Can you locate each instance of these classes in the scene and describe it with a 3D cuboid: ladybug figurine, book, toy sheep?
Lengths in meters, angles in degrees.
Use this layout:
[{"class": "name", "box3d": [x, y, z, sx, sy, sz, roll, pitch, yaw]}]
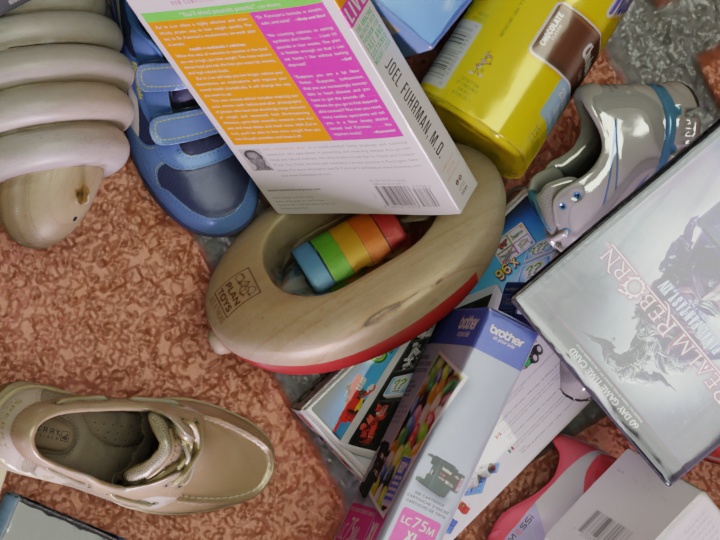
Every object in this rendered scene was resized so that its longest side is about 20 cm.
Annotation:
[{"class": "ladybug figurine", "box3d": [0.000, 0.000, 1.712, 0.200, 0.136, 0.072, -28, 135, -1]}, {"class": "book", "box3d": [-0.033, -0.108, 1.621, 0.200, 0.133, 0.048, 58, 48, -38]}, {"class": "toy sheep", "box3d": [-0.197, -0.111, 1.659, 0.137, 0.138, 0.201, -8, 85, -12]}]

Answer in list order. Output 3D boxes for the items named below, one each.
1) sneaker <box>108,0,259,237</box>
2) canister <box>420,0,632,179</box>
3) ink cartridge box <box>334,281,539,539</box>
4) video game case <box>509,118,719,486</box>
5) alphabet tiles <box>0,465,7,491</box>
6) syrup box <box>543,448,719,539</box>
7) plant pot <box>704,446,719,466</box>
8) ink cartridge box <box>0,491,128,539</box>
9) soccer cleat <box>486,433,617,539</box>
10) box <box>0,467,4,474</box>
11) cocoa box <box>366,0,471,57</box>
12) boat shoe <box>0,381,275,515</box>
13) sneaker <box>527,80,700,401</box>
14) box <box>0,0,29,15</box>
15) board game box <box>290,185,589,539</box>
[{"class": "sneaker", "box3d": [-0.107, -0.116, 1.701, 0.074, 0.082, 0.201, -17, 95, -14]}, {"class": "canister", "box3d": [0.117, -0.162, 1.718, 0.086, 0.149, 0.200, 32, 86, 5]}, {"class": "ink cartridge box", "box3d": [0.048, 0.089, 1.680, 0.042, 0.119, 0.200, 29, 84, -10]}, {"class": "video game case", "box3d": [0.206, 0.005, 1.620, 0.200, 0.019, 0.143, -40, 95, 4]}, {"class": "alphabet tiles", "box3d": [-0.290, 0.114, 1.648, 0.167, 0.008, 0.201, 18, 86, -11]}, {"class": "syrup box", "box3d": [0.205, 0.207, 1.734, 0.081, 0.079, 0.200, -45, 124, -10]}, {"class": "plant pot", "box3d": [0.276, 0.029, 1.732, 0.200, 0.200, 0.183, 5, 97, -12]}, {"class": "ink cartridge box", "box3d": [-0.158, 0.261, 1.711, 0.198, 0.043, 0.200, 24, 86, -13]}, {"class": "soccer cleat", "box3d": [0.095, 0.193, 1.764, 0.076, 0.067, 0.200, 38, 87, 20]}, {"class": "box", "box3d": [-0.289, 0.156, 1.677, 0.082, 0.049, 0.200, 37, 83, -10]}, {"class": "cocoa box", "box3d": [0.010, -0.209, 1.665, 0.133, 0.200, 0.131, 40, 83, -9]}, {"class": "boat shoe", "box3d": [-0.125, 0.107, 1.678, 0.200, 0.065, 0.072, 15, 87, -36]}, {"class": "sneaker", "box3d": [0.134, -0.021, 1.707, 0.086, 0.075, 0.201, 7, 101, -23]}, {"class": "box", "box3d": [-0.239, -0.204, 1.639, 0.200, 0.160, 0.044, -28, 138, -10]}, {"class": "board game box", "box3d": [0.071, 0.061, 1.764, 0.200, 0.035, 0.126, -44, 100, -9]}]
